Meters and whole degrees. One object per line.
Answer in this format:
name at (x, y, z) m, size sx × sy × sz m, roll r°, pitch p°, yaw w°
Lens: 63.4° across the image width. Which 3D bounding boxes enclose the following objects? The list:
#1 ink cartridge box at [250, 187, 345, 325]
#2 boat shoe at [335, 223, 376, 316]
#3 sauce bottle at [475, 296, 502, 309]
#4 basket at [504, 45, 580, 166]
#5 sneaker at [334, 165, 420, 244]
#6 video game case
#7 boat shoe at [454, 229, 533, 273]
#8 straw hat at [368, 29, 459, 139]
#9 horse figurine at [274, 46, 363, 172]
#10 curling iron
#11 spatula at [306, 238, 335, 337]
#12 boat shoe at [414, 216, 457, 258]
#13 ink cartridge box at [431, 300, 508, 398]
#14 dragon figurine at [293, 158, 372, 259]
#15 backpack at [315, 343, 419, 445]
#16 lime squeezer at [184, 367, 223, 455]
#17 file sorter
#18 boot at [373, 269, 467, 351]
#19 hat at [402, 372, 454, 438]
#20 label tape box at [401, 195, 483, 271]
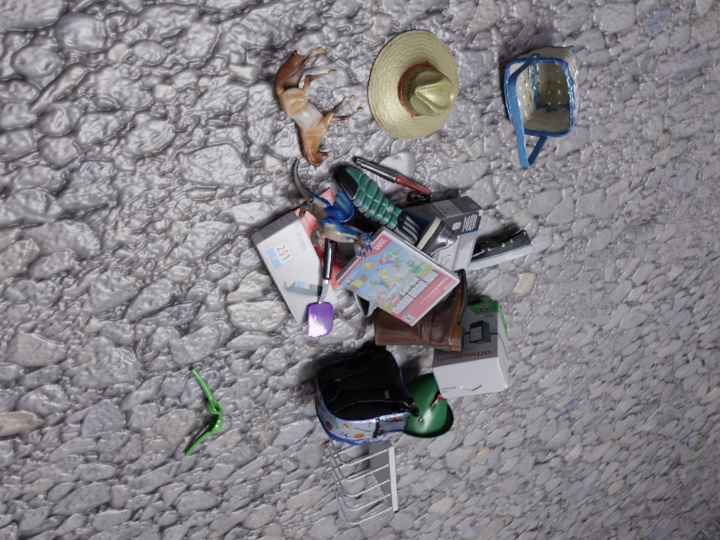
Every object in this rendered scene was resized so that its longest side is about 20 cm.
ink cartridge box at (-0.087, -0.023, 1.095) m, size 0.174 × 0.045 × 0.203 m, roll -32°, pitch 126°, yaw -11°
boat shoe at (-0.001, 0.000, 1.117) m, size 0.065 × 0.073 × 0.205 m, roll -55°, pitch 143°, yaw -33°
sauce bottle at (0.270, 0.163, 1.385) m, size 0.063 × 0.065 × 0.204 m, roll 10°, pitch 111°, yaw -33°
basket at (0.338, -0.320, 1.111) m, size 0.201 × 0.136 × 0.179 m, roll -50°, pitch 135°, yaw -37°
sneaker at (0.016, -0.103, 1.087) m, size 0.199 × 0.075 × 0.087 m, roll 41°, pitch 137°, yaw -12°
video game case at (0.071, 0.016, 1.091) m, size 0.198 × 0.018 × 0.143 m, roll 30°, pitch 120°, yaw -27°
boat shoe at (0.291, -0.041, 1.297) m, size 0.195 × 0.069 × 0.058 m, roll -15°, pitch 87°, yaw -15°
straw hat at (0.118, -0.316, 1.033) m, size 0.196 × 0.085 × 0.206 m, roll -14°, pitch 121°, yaw -23°
horse figurine at (-0.080, -0.273, 0.957) m, size 0.131 × 0.051 × 0.200 m, roll -33°, pitch 137°, yaw 11°
curling iron at (0.066, -0.167, 1.118) m, size 0.197 × 0.026 × 0.050 m, roll 24°, pitch 104°, yaw -36°
spatula at (-0.066, 0.029, 1.091) m, size 0.055 × 0.021 × 0.205 m, roll -2°, pitch 114°, yaw -28°
boat shoe at (0.115, -0.009, 1.120) m, size 0.062 × 0.073 × 0.202 m, roll 31°, pitch 124°, yaw -2°
ink cartridge box at (0.237, 0.165, 1.247) m, size 0.142 × 0.201 × 0.086 m, roll -14°, pitch 117°, yaw 20°
dragon figurine at (-0.051, -0.101, 1.020) m, size 0.098 × 0.203 × 0.059 m, roll -12°, pitch 154°, yaw -37°
backpack at (-0.002, 0.267, 1.217) m, size 0.185 × 0.202 × 0.157 m, roll -1°, pitch 126°, yaw -23°
lime squeezer at (-0.301, 0.276, 1.140) m, size 0.069 × 0.038 × 0.205 m, roll 11°, pitch 113°, yaw 0°
file sorter at (0.000, 0.448, 1.332) m, size 0.122 × 0.139 × 0.205 m, roll -15°, pitch 121°, yaw -18°
boot at (0.125, 0.076, 1.228) m, size 0.065 × 0.194 × 0.190 m, roll 66°, pitch 32°, yaw -55°
hat at (0.157, 0.243, 1.283) m, size 0.196 × 0.166 × 0.180 m, roll -9°, pitch 127°, yaw -35°
label tape box at (0.140, -0.059, 1.178) m, size 0.195 × 0.064 × 0.147 m, roll -14°, pitch 132°, yaw -24°
